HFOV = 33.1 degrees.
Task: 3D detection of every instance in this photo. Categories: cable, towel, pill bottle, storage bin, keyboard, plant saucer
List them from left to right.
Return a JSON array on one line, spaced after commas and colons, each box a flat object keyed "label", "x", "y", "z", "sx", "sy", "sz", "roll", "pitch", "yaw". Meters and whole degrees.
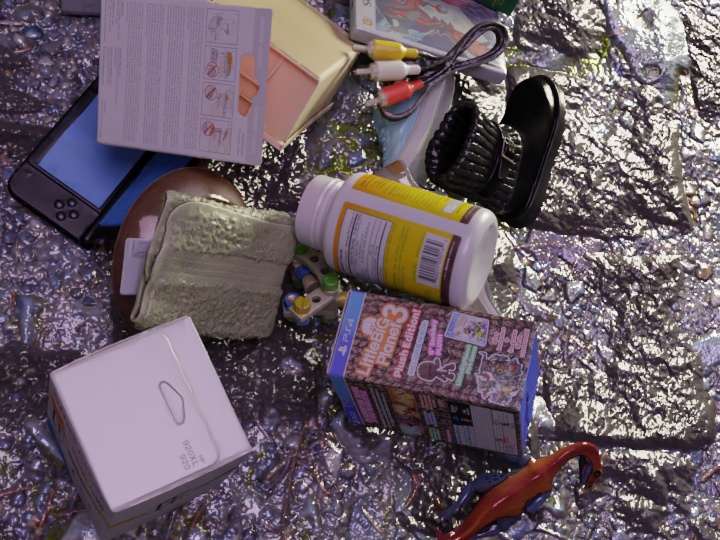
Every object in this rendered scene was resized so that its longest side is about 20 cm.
[{"label": "plant saucer", "x": -0.173, "y": -0.008, "z": 1.282, "sx": 0.037, "sy": 0.201, "sz": 0.201, "roll": 13, "pitch": 58, "yaw": 38}, {"label": "keyboard", "x": -0.167, "y": -0.002, "z": 1.256, "sx": 0.200, "sy": 0.011, "sz": 0.057, "roll": 2, "pitch": 104, "yaw": -50}, {"label": "towel", "x": -0.145, "y": 0.001, "z": 1.247, "sx": 0.200, "sy": 0.036, "sz": 0.149, "roll": 9, "pitch": 98, "yaw": -51}, {"label": "storage bin", "x": -0.118, "y": -0.254, "z": 1.368, "sx": 0.198, "sy": 0.094, "sz": 0.200, "roll": 36, "pitch": 26, "yaw": 0}, {"label": "pill bottle", "x": 0.036, "y": -0.037, "z": 1.270, "sx": 0.199, "sy": 0.109, "sz": 0.110, "roll": 19, "pitch": 64, "yaw": 19}, {"label": "cable", "x": 0.088, "y": -0.234, "z": 1.411, "sx": 0.199, "sy": 0.050, "sz": 0.098, "roll": -14, "pitch": 98, "yaw": -11}]

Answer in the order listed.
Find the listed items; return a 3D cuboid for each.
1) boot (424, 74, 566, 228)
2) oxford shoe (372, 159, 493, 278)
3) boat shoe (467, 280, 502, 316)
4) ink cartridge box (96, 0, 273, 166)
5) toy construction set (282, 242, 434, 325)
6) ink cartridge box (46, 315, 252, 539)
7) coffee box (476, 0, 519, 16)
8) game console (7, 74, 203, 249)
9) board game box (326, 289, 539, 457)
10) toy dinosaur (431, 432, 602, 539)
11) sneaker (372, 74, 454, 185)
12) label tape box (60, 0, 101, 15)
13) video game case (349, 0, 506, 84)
[{"label": "boot", "x": 0.164, "y": -0.169, "z": 1.446, "sx": 0.158, "sy": 0.079, "sz": 0.212, "roll": 28, "pitch": 63, "yaw": -35}, {"label": "oxford shoe", "x": 0.091, "y": -0.057, "z": 1.393, "sx": 0.200, "sy": 0.075, "sz": 0.058, "roll": 39, "pitch": 91, "yaw": -26}, {"label": "boat shoe", "x": 0.120, "y": 0.044, "z": 1.367, "sx": 0.065, "sy": 0.074, "sz": 0.203, "roll": -24, "pitch": 118, "yaw": 1}, {"label": "ink cartridge box", "x": -0.178, "y": -0.200, "z": 1.254, "sx": 0.199, "sy": 0.050, "sz": 0.162, "roll": 9, "pitch": 103, "yaw": 18}, {"label": "toy construction set", "x": 0.000, "y": 0.000, "z": 1.367, "sx": 0.199, "sy": 0.092, "sz": 0.131, "roll": -2, "pitch": 48, "yaw": -24}, {"label": "ink cartridge box", "x": -0.214, "y": 0.160, "z": 1.190, "sx": 0.144, "sy": 0.200, "sz": 0.148, "roll": -23, "pitch": 78, "yaw": -22}, {"label": "coffee box", "x": 0.121, "y": -0.412, "z": 1.556, "sx": 0.199, "sy": 0.044, "sz": 0.123, "roll": 23, "pitch": 45, "yaw": -7}, {"label": "game console", "x": -0.263, "y": -0.132, "z": 1.328, "sx": 0.172, "sy": 0.119, "sz": 0.200, "roll": 35, "pitch": 65, "yaw": -1}, {"label": "board game box", "x": 0.082, "y": 0.111, "z": 1.278, "sx": 0.199, "sy": 0.160, "sz": 0.097, "roll": 10, "pitch": 66, "yaw": 13}, {"label": "toy dinosaur", "x": 0.179, "y": 0.246, "z": 1.304, "sx": 0.181, "sy": 0.200, "sz": 0.105, "roll": -29, "pitch": 96, "yaw": 9}, {"label": "sneaker", "x": 0.047, "y": -0.157, "z": 1.461, "sx": 0.082, "sy": 0.074, "sz": 0.201, "roll": 14, "pitch": 69, "yaw": 22}, {"label": "label tape box", "x": -0.266, "y": -0.367, "z": 1.365, "sx": 0.144, "sy": 0.200, "sz": 0.064, "roll": -1, "pitch": 67, "yaw": -15}, {"label": "video game case", "x": 0.082, "y": -0.321, "z": 1.500, "sx": 0.199, "sy": 0.023, "sz": 0.183, "roll": 14, "pitch": 45, "yaw": -16}]
